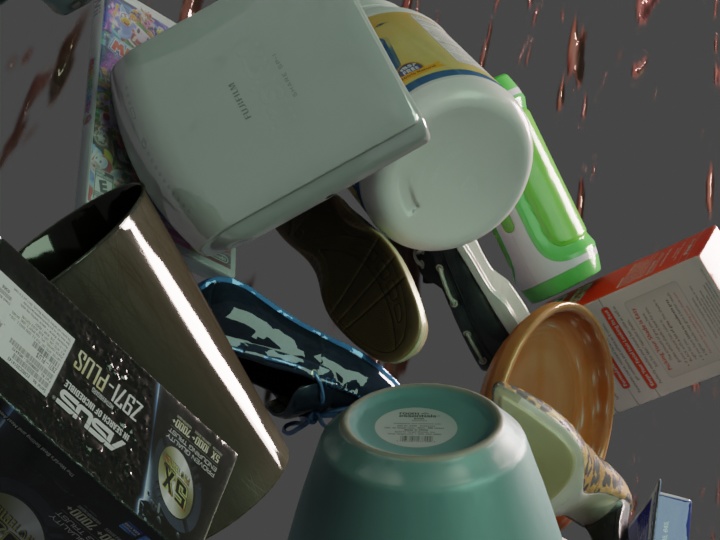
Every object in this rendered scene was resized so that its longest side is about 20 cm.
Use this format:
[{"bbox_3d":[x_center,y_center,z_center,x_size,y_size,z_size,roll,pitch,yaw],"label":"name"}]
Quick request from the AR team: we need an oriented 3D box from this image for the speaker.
[{"bbox_3d":[0.147,-0.075,1.564,0.088,0.088,0.202,-26,90,-53],"label":"speaker"}]

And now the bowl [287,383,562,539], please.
[{"bbox_3d":[0.044,0.150,1.174,0.200,0.199,0.106,-34,130,-53],"label":"bowl"}]

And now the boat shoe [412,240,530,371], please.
[{"bbox_3d":[0.079,-0.003,1.459,0.201,0.060,0.076,58,18,-5],"label":"boat shoe"}]

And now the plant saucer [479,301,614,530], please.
[{"bbox_3d":[0.153,0.125,1.439,0.199,0.037,0.203,-12,106,-51],"label":"plant saucer"}]

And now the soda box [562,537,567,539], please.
[{"bbox_3d":[0.106,0.232,1.348,0.199,0.068,0.064,32,45,-35],"label":"soda box"}]

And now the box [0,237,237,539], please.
[{"bbox_3d":[-0.201,0.101,0.977,0.200,0.163,0.087,46,41,-24],"label":"box"}]

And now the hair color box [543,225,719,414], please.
[{"bbox_3d":[0.261,0.052,1.529,0.111,0.199,0.064,56,39,-10],"label":"hair color box"}]

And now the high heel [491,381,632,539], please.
[{"bbox_3d":[0.162,0.150,1.401,0.201,0.071,0.143,55,15,-16],"label":"high heel"}]

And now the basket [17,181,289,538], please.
[{"bbox_3d":[-0.144,0.069,1.091,0.201,0.135,0.181,58,14,-15],"label":"basket"}]

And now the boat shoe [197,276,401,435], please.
[{"bbox_3d":[-0.052,0.083,1.252,0.199,0.084,0.069,29,55,-16],"label":"boat shoe"}]

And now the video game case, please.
[{"bbox_3d":[-0.148,-0.103,1.278,0.143,0.018,0.202,27,50,-38],"label":"video game case"}]

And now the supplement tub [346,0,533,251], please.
[{"bbox_3d":[0.035,-0.122,1.349,0.144,0.145,0.200,30,14,-37],"label":"supplement tub"}]

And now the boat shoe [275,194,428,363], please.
[{"bbox_3d":[0.000,0.000,1.309,0.065,0.072,0.200,31,15,-50],"label":"boat shoe"}]

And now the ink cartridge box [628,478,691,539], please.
[{"bbox_3d":[0.234,0.288,1.361,0.046,0.200,0.200,9,71,3],"label":"ink cartridge box"}]

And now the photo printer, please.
[{"bbox_3d":[-0.073,-0.117,1.212,0.168,0.199,0.069,62,1,12],"label":"photo printer"}]

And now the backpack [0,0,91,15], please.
[{"bbox_3d":[-0.198,-0.289,1.175,0.153,0.199,0.177,32,47,-36],"label":"backpack"}]
